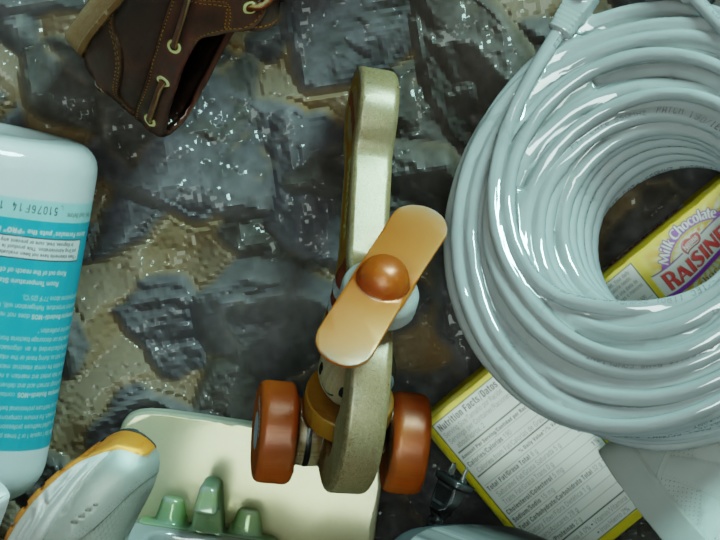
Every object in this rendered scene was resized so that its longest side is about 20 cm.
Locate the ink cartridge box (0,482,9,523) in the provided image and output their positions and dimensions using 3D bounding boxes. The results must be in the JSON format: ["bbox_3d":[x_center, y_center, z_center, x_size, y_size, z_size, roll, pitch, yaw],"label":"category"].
[{"bbox_3d":[-0.245,0.127,1.291,0.145,0.084,0.201,45,135,23],"label":"ink cartridge box"}]

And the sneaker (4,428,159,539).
[{"bbox_3d":[-0.119,0.161,1.280,0.092,0.076,0.201,32,114,12],"label":"sneaker"}]

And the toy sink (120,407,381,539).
[{"bbox_3d":[-0.064,0.175,1.366,0.130,0.112,0.201,9,95,1],"label":"toy sink"}]

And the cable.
[{"bbox_3d":[0.133,-0.019,1.322,0.200,0.069,0.200,41,90,28],"label":"cable"}]

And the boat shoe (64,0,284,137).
[{"bbox_3d":[-0.060,-0.135,1.320,0.070,0.070,0.200,51,139,8],"label":"boat shoe"}]

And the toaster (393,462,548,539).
[{"bbox_3d":[0.073,0.195,1.303,0.129,0.113,0.201,14,95,45],"label":"toaster"}]

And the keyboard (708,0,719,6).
[{"bbox_3d":[0.218,-0.196,1.362,0.127,0.021,0.200,36,91,3],"label":"keyboard"}]

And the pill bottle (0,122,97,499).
[{"bbox_3d":[-0.189,0.032,1.358,0.110,0.111,0.201,11,95,1],"label":"pill bottle"}]

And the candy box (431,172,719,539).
[{"bbox_3d":[0.136,0.046,1.389,0.200,0.026,0.102,-39,92,5],"label":"candy box"}]

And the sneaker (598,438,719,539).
[{"bbox_3d":[0.194,0.106,1.296,0.115,0.200,0.074,-37,132,1],"label":"sneaker"}]

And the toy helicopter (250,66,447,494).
[{"bbox_3d":[0.000,0.000,1.340,0.078,0.132,0.201,5,72,-6],"label":"toy helicopter"}]
